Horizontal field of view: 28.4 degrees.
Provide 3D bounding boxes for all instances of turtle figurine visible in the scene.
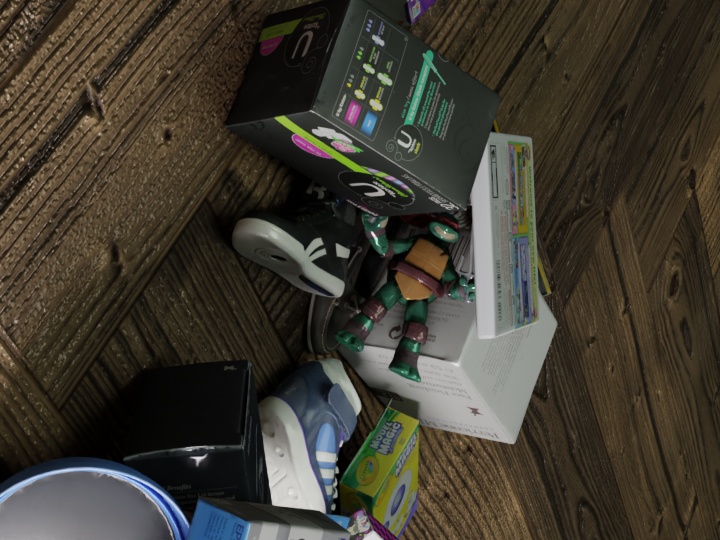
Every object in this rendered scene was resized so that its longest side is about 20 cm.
[{"bbox_3d":[0.060,0.004,1.466,0.201,0.149,0.101,-63,165,-7],"label":"turtle figurine"}]

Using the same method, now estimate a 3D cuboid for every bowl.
[{"bbox_3d":[-0.226,0.243,1.128,0.198,0.039,0.203,-4,105,-15],"label":"bowl"}]

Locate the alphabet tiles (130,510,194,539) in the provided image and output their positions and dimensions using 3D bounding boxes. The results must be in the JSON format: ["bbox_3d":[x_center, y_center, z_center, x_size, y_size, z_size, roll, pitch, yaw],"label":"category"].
[{"bbox_3d":[-0.186,0.295,1.195,0.015,0.198,0.198,-104,-170,-68],"label":"alphabet tiles"}]

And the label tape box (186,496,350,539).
[{"bbox_3d":[-0.068,0.271,1.165,0.199,0.066,0.145,19,87,-50],"label":"label tape box"}]

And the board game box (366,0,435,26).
[{"bbox_3d":[0.049,-0.346,1.455,0.200,0.104,0.104,-49,138,-39],"label":"board game box"}]

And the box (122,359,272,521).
[{"bbox_3d":[-0.136,0.203,1.254,0.148,0.103,0.202,-93,177,-66],"label":"box"}]

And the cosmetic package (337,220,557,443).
[{"bbox_3d":[0.100,0.069,1.602,0.200,0.164,0.166,53,54,-49],"label":"cosmetic package"}]

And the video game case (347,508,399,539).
[{"bbox_3d":[-0.028,0.339,1.489,0.180,0.036,0.200,-32,142,6],"label":"video game case"}]

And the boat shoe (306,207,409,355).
[{"bbox_3d":[0.000,0.000,1.521,0.067,0.057,0.202,48,58,-53],"label":"boat shoe"}]

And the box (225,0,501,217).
[{"bbox_3d":[0.004,-0.150,1.338,0.199,0.148,0.125,28,72,-33],"label":"box"}]

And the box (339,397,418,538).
[{"bbox_3d":[0.023,0.244,1.597,0.118,0.048,0.201,-55,154,-35],"label":"box"}]

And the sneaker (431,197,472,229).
[{"bbox_3d":[0.104,-0.065,1.620,0.113,0.071,0.201,-91,164,-56],"label":"sneaker"}]

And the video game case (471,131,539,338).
[{"bbox_3d":[0.148,-0.039,1.455,0.182,0.022,0.202,-8,96,-69],"label":"video game case"}]

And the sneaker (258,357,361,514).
[{"bbox_3d":[-0.038,0.192,1.491,0.146,0.080,0.202,-34,121,-45],"label":"sneaker"}]

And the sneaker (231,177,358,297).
[{"bbox_3d":[-0.062,-0.053,1.400,0.200,0.072,0.113,41,60,-64],"label":"sneaker"}]

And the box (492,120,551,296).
[{"bbox_3d":[0.171,-0.078,1.695,0.200,0.049,0.161,61,11,-55],"label":"box"}]
